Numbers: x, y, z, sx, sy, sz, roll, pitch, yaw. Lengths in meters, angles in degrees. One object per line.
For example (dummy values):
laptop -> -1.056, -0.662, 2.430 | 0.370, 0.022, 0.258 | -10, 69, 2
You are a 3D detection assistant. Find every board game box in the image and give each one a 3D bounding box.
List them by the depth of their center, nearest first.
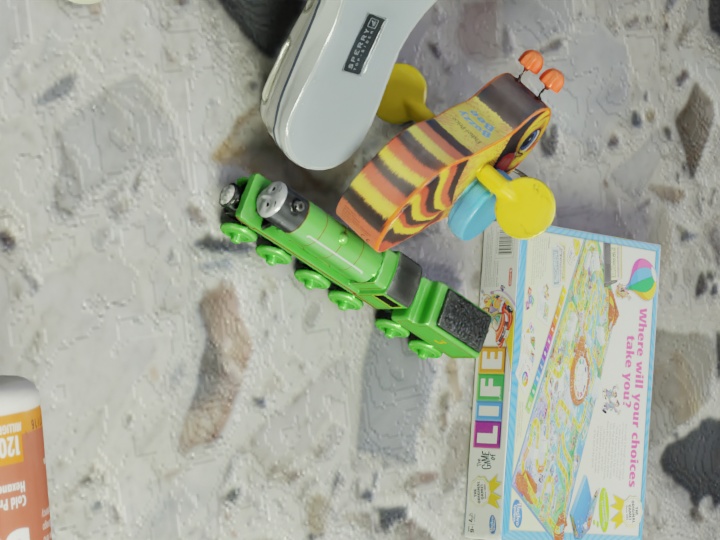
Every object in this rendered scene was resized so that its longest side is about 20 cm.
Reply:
board game box -> 0.132, 0.075, 1.405 | 0.134, 0.034, 0.200 | 9, 83, -41

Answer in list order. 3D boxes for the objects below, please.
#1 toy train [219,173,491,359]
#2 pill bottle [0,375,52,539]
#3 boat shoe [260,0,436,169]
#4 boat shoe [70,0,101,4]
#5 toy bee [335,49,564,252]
toy train -> 0.000, 0.000, 1.277 | 0.200, 0.056, 0.042 | 33, 68, -36
pill bottle -> -0.203, 0.155, 1.059 | 0.112, 0.112, 0.200 | -7, 94, -41
boat shoe -> -0.001, -0.161, 1.239 | 0.075, 0.086, 0.202 | 16, 108, -34
boat shoe -> -0.156, -0.239, 1.140 | 0.072, 0.068, 0.200 | -21, 104, -41
toy bee -> 0.065, -0.082, 1.281 | 0.131, 0.109, 0.200 | 32, 29, -1
